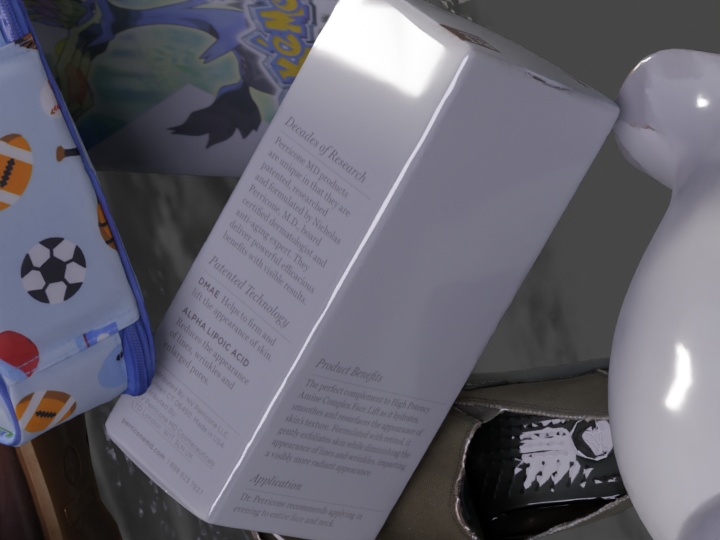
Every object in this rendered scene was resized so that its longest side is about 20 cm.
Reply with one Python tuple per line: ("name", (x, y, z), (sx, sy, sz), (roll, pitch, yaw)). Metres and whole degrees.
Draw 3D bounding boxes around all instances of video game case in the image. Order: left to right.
("video game case", (-0.072, -0.107, 0.985), (0.182, 0.022, 0.200), (3, 142, 17))

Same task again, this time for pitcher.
("pitcher", (0.173, 0.014, 0.914), (0.171, 0.200, 0.121), (-4, 139, 10))

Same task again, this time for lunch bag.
("lunch bag", (-0.150, -0.043, 0.947), (0.075, 0.160, 0.200), (-24, 112, -17))

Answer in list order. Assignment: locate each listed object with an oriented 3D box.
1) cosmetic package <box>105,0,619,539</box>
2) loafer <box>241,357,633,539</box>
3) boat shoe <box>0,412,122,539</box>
("cosmetic package", (0.000, 0.000, 0.964), (0.074, 0.102, 0.200), (37, 102, 37))
("loafer", (0.037, 0.076, 1.022), (0.200, 0.070, 0.075), (-16, 94, 19))
("boat shoe", (-0.148, 0.083, 1.080), (0.070, 0.070, 0.200), (-11, 96, 17))
